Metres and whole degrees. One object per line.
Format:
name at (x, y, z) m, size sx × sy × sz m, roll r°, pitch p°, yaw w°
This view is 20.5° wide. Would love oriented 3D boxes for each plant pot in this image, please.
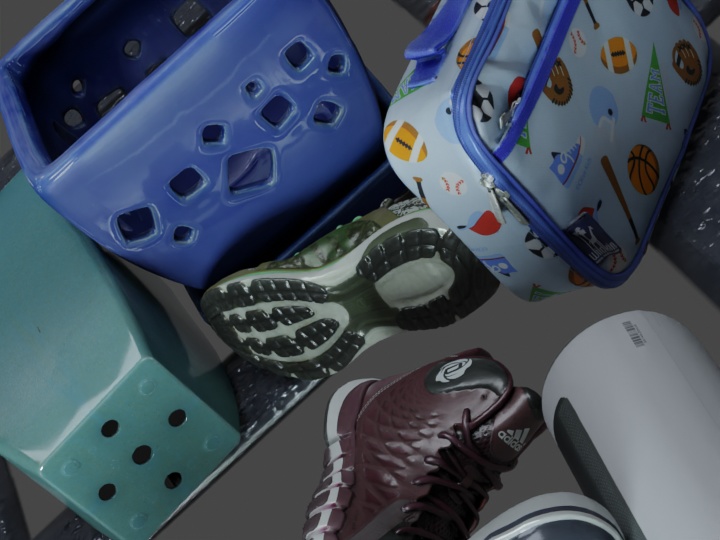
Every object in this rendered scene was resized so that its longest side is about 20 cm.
plant pot at (-0.164, 0.064, 1.171) m, size 0.141 × 0.141 × 0.200 m, roll -46°, pitch 38°, yaw -2°
plant pot at (-0.086, -0.093, 1.209) m, size 0.200 × 0.180 × 0.200 m, roll -41°, pitch 32°, yaw 3°

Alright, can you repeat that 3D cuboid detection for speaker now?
speaker at (0.141, 0.100, 0.809) m, size 0.081 × 0.081 × 0.200 m, roll -39°, pitch 32°, yaw 10°

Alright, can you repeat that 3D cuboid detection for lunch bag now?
lunch bag at (0.096, -0.092, 1.012) m, size 0.075 × 0.160 × 0.200 m, roll -11°, pitch 43°, yaw 43°

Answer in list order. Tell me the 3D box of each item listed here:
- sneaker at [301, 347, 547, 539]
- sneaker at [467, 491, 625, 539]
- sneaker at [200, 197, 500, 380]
sneaker at (0.039, 0.103, 0.936) m, size 0.115 × 0.076 × 0.200 m, roll -28°, pitch 34°, yaw 20°
sneaker at (0.042, 0.182, 0.777) m, size 0.200 × 0.078 × 0.079 m, roll -54°, pitch 22°, yaw 15°
sneaker at (0.000, 0.000, 1.122) m, size 0.199 × 0.077 × 0.089 m, roll -16°, pitch 28°, yaw 32°
